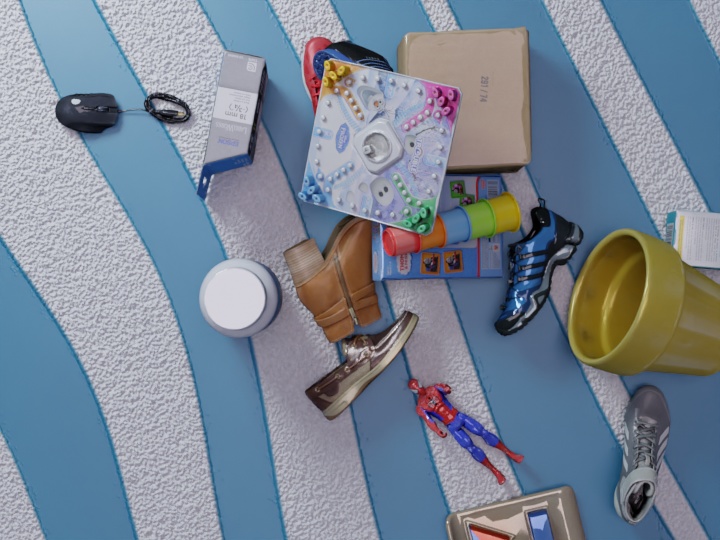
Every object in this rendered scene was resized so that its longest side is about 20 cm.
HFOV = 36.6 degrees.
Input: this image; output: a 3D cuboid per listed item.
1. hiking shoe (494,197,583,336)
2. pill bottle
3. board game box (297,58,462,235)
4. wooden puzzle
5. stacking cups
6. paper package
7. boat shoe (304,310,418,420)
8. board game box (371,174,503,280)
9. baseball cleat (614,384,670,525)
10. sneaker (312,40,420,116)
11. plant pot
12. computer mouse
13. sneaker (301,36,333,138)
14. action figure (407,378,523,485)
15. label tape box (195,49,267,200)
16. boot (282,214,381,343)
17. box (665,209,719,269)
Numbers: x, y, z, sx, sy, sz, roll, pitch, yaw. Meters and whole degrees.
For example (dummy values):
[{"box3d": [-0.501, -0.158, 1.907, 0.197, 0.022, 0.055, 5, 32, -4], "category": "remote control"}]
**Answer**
[{"box3d": [0.239, 0.000, 1.586, 0.086, 0.074, 0.201, 34, 78, -8], "category": "hiking shoe"}, {"box3d": [-0.166, 0.038, 1.514, 0.108, 0.200, 0.110, 0, 89, -2], "category": "pill bottle"}, {"box3d": [0.022, -0.167, 1.466, 0.199, 0.026, 0.201, 16, 104, 19], "category": "board game box"}, {"box3d": [0.240, 0.428, 1.593, 0.199, 0.046, 0.187, -14, 89, -1], "category": "wooden puzzle"}, {"box3d": [0.127, -0.056, 1.527, 0.199, 0.060, 0.061, -18, 90, -20], "category": "stacking cups"}, {"box3d": [0.149, -0.242, 1.574, 0.189, 0.103, 0.202, -2, 90, 0], "category": "paper package"}, {"box3d": [0.000, 0.125, 1.583, 0.072, 0.072, 0.200, 44, 95, -1], "category": "boat shoe"}, {"box3d": [0.112, -0.063, 1.569, 0.199, 0.037, 0.152, -1, 89, -24], "category": "board game box"}, {"box3d": [0.413, 0.267, 1.569, 0.069, 0.106, 0.202, 8, 87, 4], "category": "baseball cleat"}, {"box3d": [0.029, -0.257, 1.516, 0.200, 0.070, 0.078, 39, 46, 14], "category": "sneaker"}, {"box3d": [0.425, 0.062, 1.539, 0.188, 0.201, 0.202, 17, 89, -16], "category": "plant pot"}, {"box3d": [-0.350, -0.235, 1.598, 0.198, 0.034, 0.059, -3, 88, -2], "category": "computer mouse"}, {"box3d": [-0.038, -0.247, 1.563, 0.078, 0.116, 0.201, -16, 90, -1], "category": "sneaker"}, {"box3d": [0.148, 0.226, 1.572, 0.200, 0.099, 0.065, 41, 87, 2], "category": "action figure"}, {"box3d": [-0.179, -0.196, 1.547, 0.063, 0.144, 0.201, 10, 90, -3], "category": "label tape box"}, {"box3d": [0.000, 0.000, 1.590, 0.199, 0.074, 0.155, -28, 99, -6], "category": "boot"}, {"box3d": [0.554, -0.040, 1.604, 0.198, 0.049, 0.083, 5, 89, -1], "category": "box"}]
